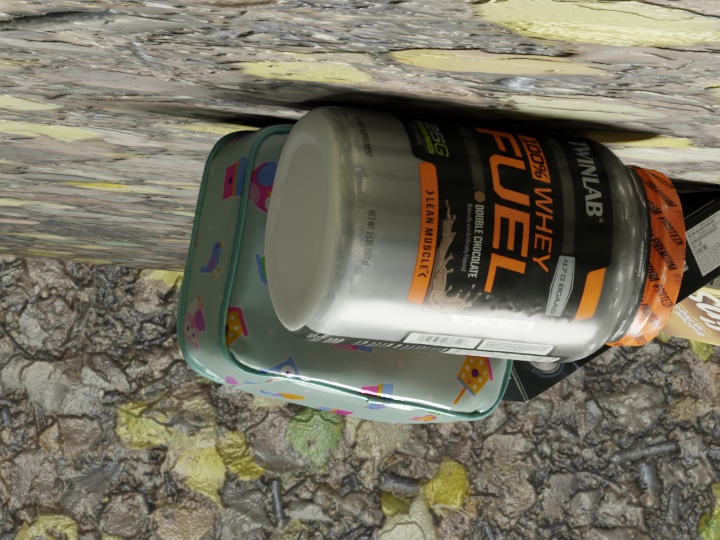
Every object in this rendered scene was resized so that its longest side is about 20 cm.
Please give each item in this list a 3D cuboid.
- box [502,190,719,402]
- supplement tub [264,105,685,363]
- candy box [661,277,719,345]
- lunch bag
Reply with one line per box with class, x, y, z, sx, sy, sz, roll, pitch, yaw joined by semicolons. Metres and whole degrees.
box;0.131;0.015;1.548;0.200;0.044;0.160;-31;-166;-24
supplement tub;0.060;-0.016;1.275;0.200;0.123;0.122;5;177;-21
candy box;0.288;0.018;1.691;0.200;0.055;0.115;11;161;32
lunch bag;0.000;0.000;1.393;0.200;0.161;0.077;13;168;-29
